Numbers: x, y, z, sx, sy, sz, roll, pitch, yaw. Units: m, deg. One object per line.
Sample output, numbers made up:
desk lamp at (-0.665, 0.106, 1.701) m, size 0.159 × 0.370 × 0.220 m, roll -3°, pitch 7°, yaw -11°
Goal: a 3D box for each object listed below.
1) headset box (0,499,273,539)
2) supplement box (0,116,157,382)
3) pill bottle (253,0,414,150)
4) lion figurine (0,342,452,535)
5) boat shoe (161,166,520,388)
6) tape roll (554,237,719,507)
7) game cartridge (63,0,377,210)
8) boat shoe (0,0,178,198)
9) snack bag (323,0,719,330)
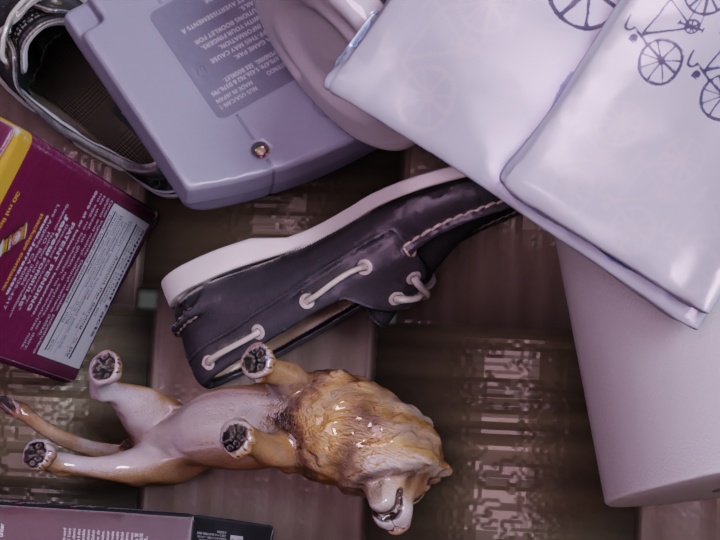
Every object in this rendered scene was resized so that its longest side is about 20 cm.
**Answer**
headset box at (-0.155, 0.147, 0.939) m, size 0.200 × 0.149 × 0.075 m, roll 2°, pitch 81°, yaw 11°
supplement box at (-0.198, -0.029, 0.949) m, size 0.131 × 0.200 × 0.103 m, roll 27°, pitch 87°, yaw 14°
pill bottle at (0.057, -0.155, 0.929) m, size 0.200 × 0.111 × 0.111 m, roll -41°, pitch 75°, yaw -18°
lion figurine at (-0.064, 0.079, 0.966) m, size 0.200 × 0.122 × 0.073 m, roll 3°, pitch 76°, yaw 28°
boat shoe at (0.000, 0.000, 0.970) m, size 0.200 × 0.074 × 0.060 m, roll -20°, pitch 78°, yaw 11°
tape roll at (0.190, 0.018, 0.861) m, size 0.202 × 0.203 × 0.139 m, roll -11°, pitch 79°, yaw 10°
game cartridge at (-0.026, -0.117, 0.982) m, size 0.200 × 0.040 × 0.133 m, roll -30°, pitch 72°, yaw -16°
boat shoe at (-0.152, -0.115, 1.020) m, size 0.200 × 0.071 × 0.072 m, roll 37°, pitch 90°, yaw 15°
snack bag at (0.105, -0.106, 0.795) m, size 0.200 × 0.021 × 0.189 m, roll 35°, pitch 94°, yaw 25°
